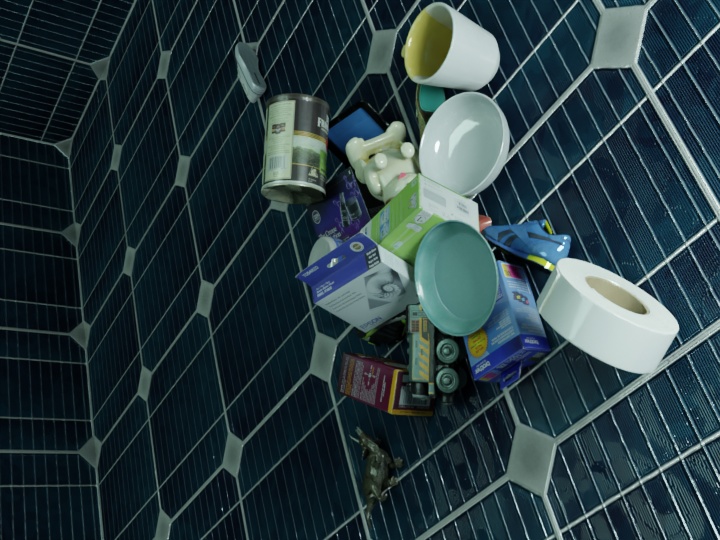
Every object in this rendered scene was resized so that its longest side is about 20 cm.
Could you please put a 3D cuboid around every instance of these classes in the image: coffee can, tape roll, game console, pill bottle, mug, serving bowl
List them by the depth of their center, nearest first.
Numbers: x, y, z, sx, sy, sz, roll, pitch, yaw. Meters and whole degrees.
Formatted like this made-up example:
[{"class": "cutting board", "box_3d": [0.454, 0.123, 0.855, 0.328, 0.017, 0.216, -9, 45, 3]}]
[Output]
[{"class": "tape roll", "box_3d": [0.360, 0.063, 1.296, 0.203, 0.199, 0.072, 51, 123, 47]}, {"class": "serving bowl", "box_3d": [0.207, -0.232, 1.685, 0.197, 0.065, 0.205, -11, 73, 41]}, {"class": "mug", "box_3d": [0.179, -0.427, 1.706, 0.151, 0.150, 0.188, -60, 39, 28]}, {"class": "pill bottle", "box_3d": [0.000, 0.000, 1.826, 0.113, 0.196, 0.117, -22, 64, 56]}, {"class": "coffee can", "box_3d": [-0.142, -0.263, 1.937, 0.145, 0.144, 0.205, -13, 71, 53]}, {"class": "game console", "box_3d": [-0.003, -0.249, 1.964, 0.199, 0.114, 0.180, -23, 64, 51]}]

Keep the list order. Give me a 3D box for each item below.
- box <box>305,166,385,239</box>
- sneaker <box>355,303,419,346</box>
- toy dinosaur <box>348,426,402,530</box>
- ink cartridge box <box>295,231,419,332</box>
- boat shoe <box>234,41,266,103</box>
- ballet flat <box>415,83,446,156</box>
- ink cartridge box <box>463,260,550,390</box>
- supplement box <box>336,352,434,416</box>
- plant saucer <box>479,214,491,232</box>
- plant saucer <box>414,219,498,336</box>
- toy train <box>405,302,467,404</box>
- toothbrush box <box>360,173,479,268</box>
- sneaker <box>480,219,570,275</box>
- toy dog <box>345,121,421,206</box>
[{"class": "box", "box_3d": [-0.027, -0.136, 1.968, 0.199, 0.078, 0.144, -28, 80, 50]}, {"class": "sneaker", "box_3d": [0.073, 0.103, 1.819, 0.198, 0.082, 0.073, -28, 33, 46]}, {"class": "toy dinosaur", "box_3d": [0.034, 0.424, 1.819, 0.102, 0.075, 0.205, 159, 110, -64]}, {"class": "ink cartridge box", "box_3d": [0.006, 0.029, 1.693, 0.198, 0.198, 0.041, -32, 40, 37]}, {"class": "boat shoe", "box_3d": [-0.330, -0.569, 2.542, 0.067, 0.072, 0.203, -47, 48, 35]}, {"class": "ballet flat", "box_3d": [0.143, -0.309, 1.816, 0.070, 0.069, 0.205, -33, 57, 47]}, {"class": "ink cartridge box", "box_3d": [0.250, 0.107, 1.558, 0.136, 0.075, 0.204, -42, 52, 43]}, {"class": "supplement box", "box_3d": [0.052, 0.228, 1.784, 0.198, 0.108, 0.088, 10, 90, 55]}, {"class": "plant saucer", "box_3d": [0.162, -0.022, 1.746, 0.198, 0.036, 0.205, 20, 101, 55]}, {"class": "plant saucer", "box_3d": [0.176, 0.012, 1.561, 0.198, 0.035, 0.206, 7, 99, 48]}, {"class": "toy train", "box_3d": [0.140, 0.148, 1.662, 0.111, 0.085, 0.206, 0, 90, 23]}, {"class": "toothbrush box", "box_3d": [0.109, -0.069, 1.663, 0.200, 0.143, 0.088, -44, 34, 42]}, {"class": "sneaker", "box_3d": [0.292, -0.055, 1.549, 0.199, 0.065, 0.080, 29, 90, 55]}, {"class": "toy dog", "box_3d": [0.068, -0.173, 1.785, 0.201, 0.136, 0.197, -124, 26, -48]}]
